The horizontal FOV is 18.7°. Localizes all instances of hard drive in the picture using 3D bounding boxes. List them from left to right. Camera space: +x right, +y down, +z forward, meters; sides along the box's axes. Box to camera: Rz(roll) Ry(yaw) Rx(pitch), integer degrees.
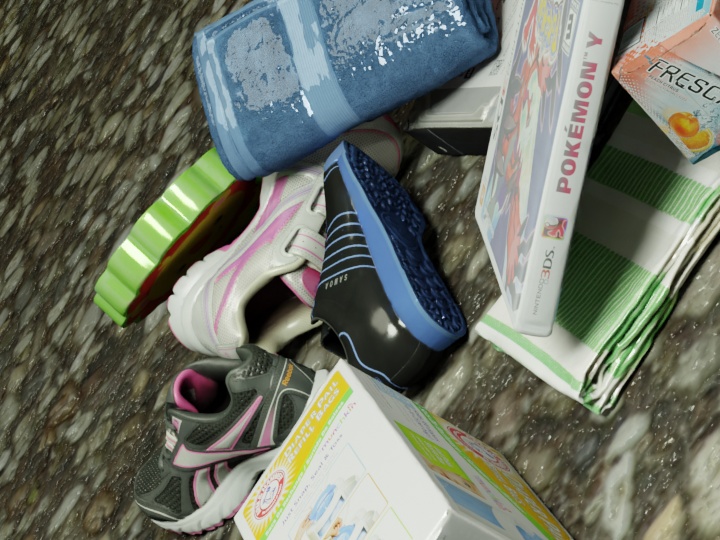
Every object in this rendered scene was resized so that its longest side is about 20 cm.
[{"bbox_3d":[0.108,-0.137,1.319,0.140,0.038,0.200,-62,24,-9],"label":"hard drive"}]

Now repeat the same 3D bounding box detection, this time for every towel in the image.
[{"bbox_3d":[-0.013,-0.141,1.358,0.199,0.048,0.112,-26,66,24],"label":"towel"},{"bbox_3d":[0.142,-0.031,1.131,0.201,0.023,0.152,-58,22,0],"label":"towel"}]

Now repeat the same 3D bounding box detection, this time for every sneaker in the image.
[{"bbox_3d":[-0.091,0.094,1.364,0.200,0.086,0.081,-37,29,42],"label":"sneaker"},{"bbox_3d":[-0.034,-0.014,1.408,0.200,0.081,0.088,-54,37,2],"label":"sneaker"},{"bbox_3d":[0.000,0.000,1.305,0.078,0.070,0.200,-44,32,17],"label":"sneaker"}]

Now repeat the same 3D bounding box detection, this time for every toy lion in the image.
[{"bbox_3d":[-0.095,-0.049,1.472,0.200,0.069,0.192,-51,-8,15],"label":"toy lion"}]

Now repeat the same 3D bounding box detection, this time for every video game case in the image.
[{"bbox_3d":[0.094,-0.084,1.133,0.200,0.023,0.183,-101,20,-72],"label":"video game case"}]

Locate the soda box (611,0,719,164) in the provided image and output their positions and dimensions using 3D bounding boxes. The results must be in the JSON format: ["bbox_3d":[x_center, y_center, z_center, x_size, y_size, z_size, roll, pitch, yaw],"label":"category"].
[{"bbox_3d":[0.184,-0.146,1.093,0.063,0.068,0.201,-30,26,37],"label":"soda box"}]

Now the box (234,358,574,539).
[{"bbox_3d":[0.028,0.138,1.027,0.102,0.112,0.200,-56,22,6],"label":"box"}]
